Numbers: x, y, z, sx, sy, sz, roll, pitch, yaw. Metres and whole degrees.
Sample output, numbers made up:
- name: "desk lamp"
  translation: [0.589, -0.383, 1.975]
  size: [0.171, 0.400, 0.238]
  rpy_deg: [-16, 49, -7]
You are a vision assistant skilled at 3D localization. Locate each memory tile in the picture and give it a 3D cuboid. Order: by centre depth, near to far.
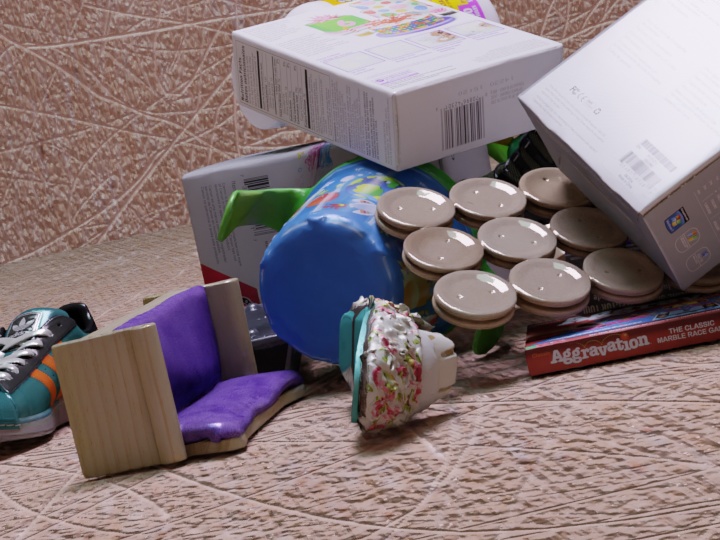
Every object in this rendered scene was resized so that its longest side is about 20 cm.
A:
- name: "memory tile"
  translation: [0.119, -0.018, 1.407]
  size: [0.200, 0.017, 0.153]
  rpy_deg: [-8, 35, -19]

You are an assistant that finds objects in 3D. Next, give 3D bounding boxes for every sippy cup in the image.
- name: "sippy cup"
  translation: [0.000, 0.000, 1.480]
  size: [0.178, 0.140, 0.130]
  rpy_deg: [-13, 8, 22]

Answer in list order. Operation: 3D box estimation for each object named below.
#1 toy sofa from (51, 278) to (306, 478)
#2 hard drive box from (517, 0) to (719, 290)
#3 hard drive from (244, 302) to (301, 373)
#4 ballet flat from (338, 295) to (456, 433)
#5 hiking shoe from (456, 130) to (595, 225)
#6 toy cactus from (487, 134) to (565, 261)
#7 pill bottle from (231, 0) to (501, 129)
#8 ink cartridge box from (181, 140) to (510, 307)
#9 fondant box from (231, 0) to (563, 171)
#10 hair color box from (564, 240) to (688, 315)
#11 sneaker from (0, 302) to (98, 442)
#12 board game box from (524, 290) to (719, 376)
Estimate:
- name: "toy sofa"
  translation: [-0.104, 0.059, 1.372]
  size: [0.097, 0.083, 0.200]
  rpy_deg: [-12, 5, 13]
- name: "hard drive box"
  translation: [0.222, -0.107, 1.387]
  size: [0.200, 0.077, 0.156]
  rpy_deg: [-37, 42, -1]
- name: "hard drive"
  translation: [-0.103, 0.058, 1.583]
  size: [0.135, 0.042, 0.200]
  rpy_deg: [-12, 6, -1]
- name: "ballet flat"
  translation: [0.022, 0.048, 1.288]
  size: [0.064, 0.076, 0.200]
  rpy_deg: [4, 8, -3]
- name: "hiking shoe"
  translation: [0.144, -0.088, 1.601]
  size: [0.200, 0.101, 0.076]
  rpy_deg: [-12, 4, 38]
- name: "toy cactus"
  translation: [0.143, -0.055, 1.807]
  size: [0.102, 0.200, 0.165]
  rpy_deg: [-8, 44, -17]
- name: "pill bottle"
  translation: [0.005, -0.160, 1.743]
  size: [0.200, 0.104, 0.104]
  rpy_deg: [-14, 6, -32]
- name: "ink cartridge box"
  translation: [-0.006, -0.029, 1.731]
  size: [0.200, 0.146, 0.145]
  rpy_deg: [-9, 6, 24]
- name: "fondant box"
  translation: [0.024, -0.135, 1.573]
  size: [0.144, 0.058, 0.200]
  rpy_deg: [-18, 27, -30]
- name: "hair color box"
  translation: [0.218, -0.017, 1.560]
  size: [0.109, 0.065, 0.200]
  rpy_deg: [-10, 7, 21]
- name: "sneaker"
  translation: [-0.230, 0.069, 1.533]
  size: [0.071, 0.080, 0.200]
  rpy_deg: [-9, 5, 18]
- name: "board game box"
  translation: [0.198, 0.028, 1.363]
  size: [0.200, 0.019, 0.103]
  rpy_deg: [-11, 4, 6]
